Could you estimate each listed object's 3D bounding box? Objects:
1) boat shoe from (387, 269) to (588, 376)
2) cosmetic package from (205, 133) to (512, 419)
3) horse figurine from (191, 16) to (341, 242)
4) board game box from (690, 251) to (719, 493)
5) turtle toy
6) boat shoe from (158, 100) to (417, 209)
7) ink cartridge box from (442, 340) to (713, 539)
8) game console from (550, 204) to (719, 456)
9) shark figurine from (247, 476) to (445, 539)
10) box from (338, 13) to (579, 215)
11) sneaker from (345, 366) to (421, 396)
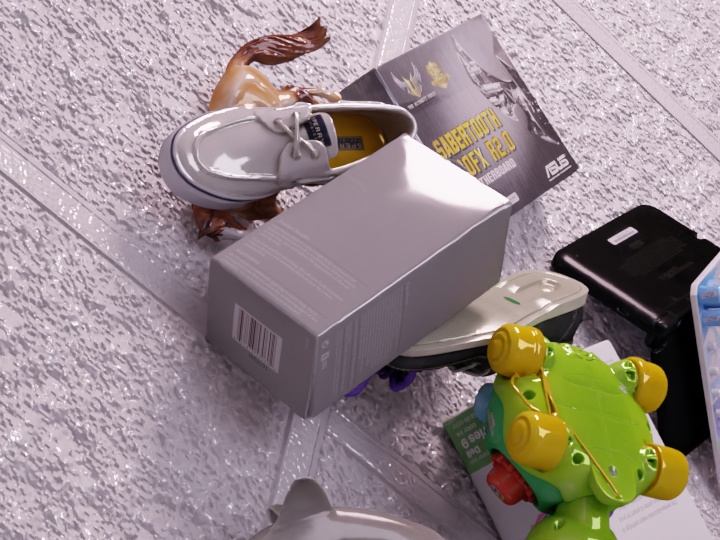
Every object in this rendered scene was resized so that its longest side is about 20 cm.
[{"bbox_3d":[0.087,0.051,1.696,0.200,0.068,0.072,-12,34,-44],"label":"boat shoe"},{"bbox_3d":[0.000,0.000,1.612,0.107,0.090,0.200,36,49,29],"label":"cosmetic package"},{"bbox_3d":[-0.065,-0.094,1.711,0.132,0.050,0.200,12,62,-25],"label":"horse figurine"},{"bbox_3d":[0.343,0.070,2.046,0.200,0.026,0.200,-40,124,-55],"label":"board game box"},{"bbox_3d":[0.143,0.134,1.635,0.146,0.101,0.200,17,45,-29],"label":"turtle toy"},{"bbox_3d":[-0.045,-0.088,1.646,0.200,0.070,0.071,-5,74,-37],"label":"boat shoe"},{"bbox_3d":[0.171,0.171,1.779,0.145,0.087,0.200,-18,76,-54],"label":"ink cartridge box"},{"bbox_3d":[0.256,0.050,2.040,0.176,0.117,0.200,34,29,18],"label":"game console"},{"bbox_3d":[-0.049,0.178,1.486,0.128,0.090,0.214,34,43,32],"label":"shark figurine"},{"bbox_3d":[0.083,-0.112,1.921,0.159,0.048,0.200,59,34,0],"label":"box"},{"bbox_3d":[0.031,0.042,1.735,0.200,0.081,0.084,-24,98,-46],"label":"sneaker"}]
